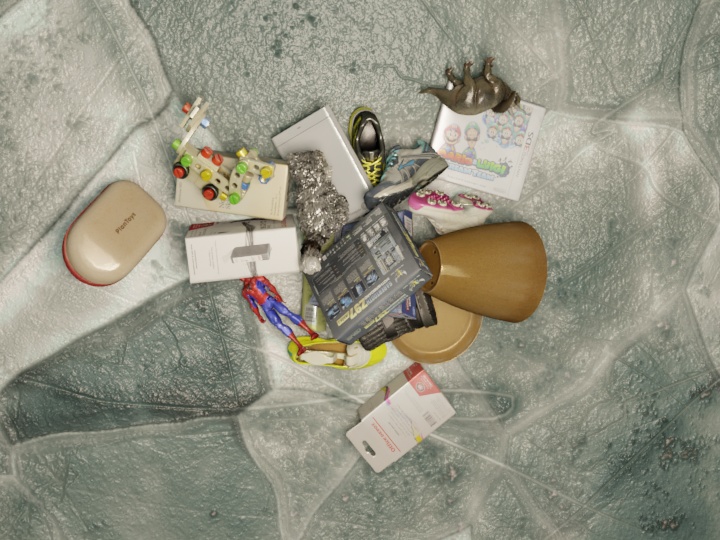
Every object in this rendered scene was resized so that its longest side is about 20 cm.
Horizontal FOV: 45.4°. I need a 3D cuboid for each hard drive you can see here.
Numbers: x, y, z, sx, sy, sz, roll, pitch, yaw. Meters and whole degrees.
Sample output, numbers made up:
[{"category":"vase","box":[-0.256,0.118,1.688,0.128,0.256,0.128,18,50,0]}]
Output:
[{"category":"hard drive","box":[-0.062,-0.181,1.565,0.131,0.027,0.202,-24,102,30]}]

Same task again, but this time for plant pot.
[{"category":"plant pot","box":[0.142,0.083,1.684,0.196,0.028,0.204,-2,103,-7]},{"category":"plant pot","box":[0.205,-0.002,1.560,0.197,0.186,0.190,3,103,-28]}]

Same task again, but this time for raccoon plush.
[{"category":"raccoon plush","box":[-0.078,-0.114,1.476,0.095,0.202,0.135,-14,136,9]}]

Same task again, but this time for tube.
[{"category":"tube","box":[-0.080,0.013,1.635,0.051,0.058,0.204,9,97,36]}]

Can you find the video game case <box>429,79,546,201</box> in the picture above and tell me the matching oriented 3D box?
[{"category":"video game case","box":[0.233,-0.244,1.623,0.197,0.024,0.185,14,100,-9]}]

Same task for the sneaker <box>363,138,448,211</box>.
[{"category":"sneaker","box":[0.066,-0.173,1.548,0.199,0.078,0.087,-32,82,-37]}]

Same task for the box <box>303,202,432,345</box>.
[{"category":"box","box":[0.009,0.006,1.486,0.199,0.159,0.051,-41,145,18]}]

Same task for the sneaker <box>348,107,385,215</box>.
[{"category":"sneaker","box":[0.011,-0.194,1.576,0.073,0.085,0.204,-9,103,-4]}]

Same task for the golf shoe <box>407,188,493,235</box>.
[{"category":"golf shoe","box":[0.161,-0.097,1.593,0.198,0.075,0.093,4,120,-38]}]

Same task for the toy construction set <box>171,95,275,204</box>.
[{"category":"toy construction set","box":[-0.244,-0.194,1.458,0.200,0.092,0.131,44,123,2]}]

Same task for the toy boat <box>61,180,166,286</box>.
[{"category":"toy boat","box":[-0.448,-0.057,1.538,0.130,0.130,0.201,44,52,-14]}]

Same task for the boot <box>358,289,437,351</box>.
[{"category":"boot","box":[0.044,0.031,1.615,0.155,0.079,0.215,-18,81,17]}]

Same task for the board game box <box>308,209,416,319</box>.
[{"category":"board game box","box":[0.000,0.000,1.564,0.197,0.061,0.204,-12,70,30]}]

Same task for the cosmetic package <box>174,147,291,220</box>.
[{"category":"cosmetic package","box":[-0.227,-0.157,1.549,0.196,0.073,0.105,6,103,0]}]

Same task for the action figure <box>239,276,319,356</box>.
[{"category":"action figure","box":[-0.166,0.069,1.612,0.200,0.052,0.066,45,108,11]}]

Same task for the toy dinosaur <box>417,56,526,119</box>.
[{"category":"toy dinosaur","box":[0.207,-0.322,1.553,0.196,0.077,0.104,-9,89,-10]}]

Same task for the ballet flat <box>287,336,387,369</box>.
[{"category":"ballet flat","box":[-0.043,0.163,1.659,0.196,0.067,0.068,3,102,-8]}]

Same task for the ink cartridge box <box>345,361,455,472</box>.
[{"category":"ink cartridge box","box":[0.074,0.290,1.701,0.199,0.068,0.117,-38,104,1]}]

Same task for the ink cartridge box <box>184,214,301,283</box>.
[{"category":"ink cartridge box","box":[-0.209,-0.042,1.553,0.196,0.144,0.085,-5,103,-6]}]
